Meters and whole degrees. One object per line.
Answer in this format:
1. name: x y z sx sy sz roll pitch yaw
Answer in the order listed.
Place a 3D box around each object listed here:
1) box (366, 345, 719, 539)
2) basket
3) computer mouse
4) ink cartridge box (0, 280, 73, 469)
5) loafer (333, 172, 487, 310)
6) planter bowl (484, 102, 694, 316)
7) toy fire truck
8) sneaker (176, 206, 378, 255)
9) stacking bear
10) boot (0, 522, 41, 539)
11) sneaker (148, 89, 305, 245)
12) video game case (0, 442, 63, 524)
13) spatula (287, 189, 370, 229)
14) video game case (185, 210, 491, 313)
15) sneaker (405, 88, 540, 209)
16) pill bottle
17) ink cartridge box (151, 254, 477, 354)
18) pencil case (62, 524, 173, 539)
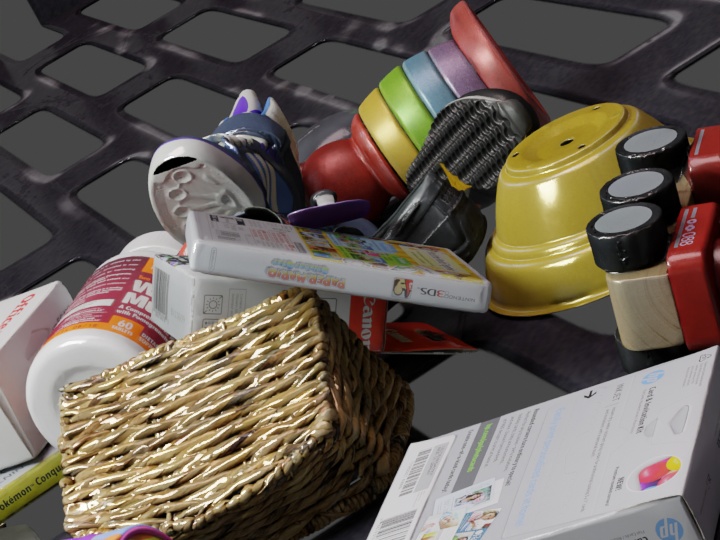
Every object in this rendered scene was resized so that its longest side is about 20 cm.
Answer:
1. box: 0.102 0.120 1.275 0.199 0.041 0.156 -21 20 25
2. basket: -0.070 0.128 1.477 0.199 0.149 0.143 -23 51 16
3. computer mouse: -0.048 -0.089 2.043 0.199 0.053 0.138 -31 17 -6
4. ink cartridge box: -0.312 0.100 1.790 0.199 0.085 0.146 -18 20 28
5. loafer: 0.000 0.000 1.664 0.200 0.070 0.068 -36 15 28
6. planter bowl: 0.156 -0.057 1.607 0.200 0.084 0.201 -26 18 9
7. toy fire truck: 0.245 -0.039 1.395 0.199 0.129 0.176 -8 24 20
8. sneaker: -0.053 -0.014 1.718 0.199 0.075 0.085 -20 -33 -39
9. stacking bear: 0.039 -0.106 1.888 0.200 0.122 0.114 -36 9 7
10. boot: -0.290 0.206 1.593 0.138 0.078 0.200 -32 31 -23
11. sneaker: -0.104 -0.088 1.803 0.080 0.200 0.147 -17 56 18
12. video game case: -0.310 0.167 1.784 0.180 0.026 0.200 -34 19 -16
13. spatula: -0.023 -0.045 1.656 0.056 0.021 0.200 -12 7 -1
14. video game case: -0.020 -0.007 1.492 0.181 0.023 0.200 8 5 -6
15. sneaker: 0.101 -0.097 1.741 0.090 0.070 0.200 -31 -7 -23
16. pill bottle: -0.167 0.052 1.746 0.109 0.110 0.200 -21 20 21
17. ink cartridge box: -0.031 0.022 1.561 0.199 0.051 0.109 1 8 -18
18. pencil case: -0.192 0.204 1.415 0.199 0.089 0.088 -14 22 36
